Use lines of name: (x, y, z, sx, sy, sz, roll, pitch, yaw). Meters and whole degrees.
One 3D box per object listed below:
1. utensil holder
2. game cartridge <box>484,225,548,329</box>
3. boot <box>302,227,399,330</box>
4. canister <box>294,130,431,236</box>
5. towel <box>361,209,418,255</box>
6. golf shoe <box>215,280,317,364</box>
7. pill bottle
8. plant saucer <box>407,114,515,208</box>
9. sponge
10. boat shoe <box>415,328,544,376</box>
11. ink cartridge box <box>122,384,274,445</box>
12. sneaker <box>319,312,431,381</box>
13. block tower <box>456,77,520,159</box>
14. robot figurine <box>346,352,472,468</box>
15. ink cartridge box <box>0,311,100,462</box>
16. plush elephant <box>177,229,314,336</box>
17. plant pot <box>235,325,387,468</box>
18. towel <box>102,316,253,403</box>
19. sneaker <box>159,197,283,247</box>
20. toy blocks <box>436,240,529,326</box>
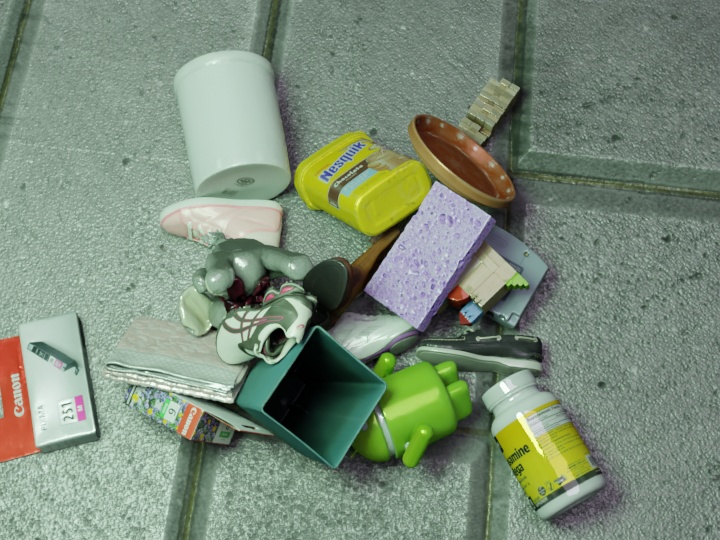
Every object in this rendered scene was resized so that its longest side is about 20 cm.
utensil holder: (-0.204, -0.225, 1.722, 0.168, 0.170, 0.202, -11, 70, -5)
game cartridge: (0.188, -0.010, 1.684, 0.199, 0.042, 0.134, 30, 67, 13)
boot: (0.000, 0.000, 1.592, 0.068, 0.189, 0.200, 38, 54, 18)
canister: (0.003, -0.138, 1.672, 0.148, 0.087, 0.200, -35, 32, -16)
towel: (0.120, -0.039, 1.726, 0.199, 0.022, 0.147, 26, 69, 10)
golf shoe: (-0.143, 0.092, 1.484, 0.077, 0.200, 0.089, 30, 44, -27)
pill bottle: (0.263, 0.252, 1.560, 0.112, 0.113, 0.201, -25, 70, -10)
plant saucer: (0.154, -0.166, 1.653, 0.200, 0.200, 0.032, 47, 116, 16)
sponge: (0.102, -0.021, 1.585, 0.111, 0.030, 0.201, 36, 95, 29)
boat shoe: (0.184, 0.120, 1.635, 0.198, 0.074, 0.061, 6, 68, -1)
ink cartridge box: (-0.234, 0.215, 1.540, 0.199, 0.109, 0.051, 23, 88, 27)
sneaker: (0.014, 0.091, 1.643, 0.199, 0.075, 0.100, -23, 66, -11)
block tower: (0.193, -0.233, 1.789, 0.054, 0.058, 0.201, 31, 69, 11)
robot figurine: (0.064, 0.209, 1.573, 0.199, 0.116, 0.176, -21, 47, -7)
ink cartridge box: (-0.499, 0.178, 1.622, 0.172, 0.044, 0.201, -13, 68, -7)
plush elephant: (-0.183, 0.039, 1.601, 0.164, 0.156, 0.200, -12, 23, -30)
plant pot: (-0.091, 0.176, 1.533, 0.141, 0.200, 0.142, 41, 71, -20)
towel: (-0.263, 0.127, 1.582, 0.198, 0.191, 0.033, 11, 110, 1)
sneaker: (-0.222, -0.055, 1.700, 0.198, 0.076, 0.105, -1, 62, -6)
toy blocks: (0.139, 0.005, 1.621, 0.137, 0.100, 0.200, -44, 71, -3)
